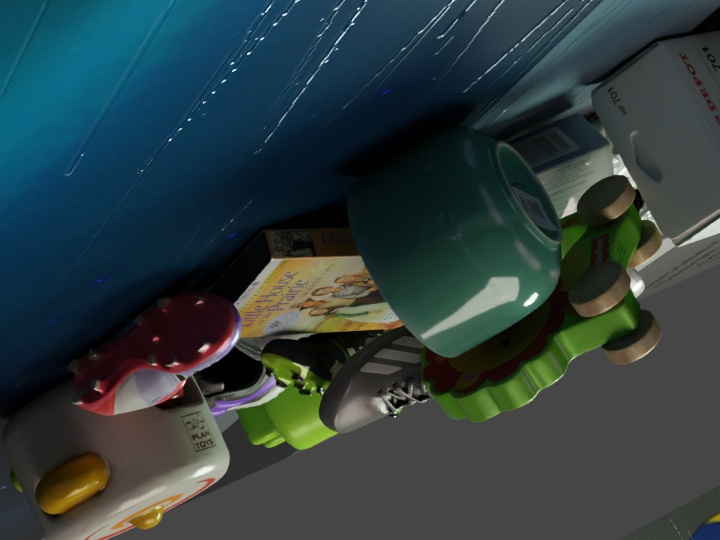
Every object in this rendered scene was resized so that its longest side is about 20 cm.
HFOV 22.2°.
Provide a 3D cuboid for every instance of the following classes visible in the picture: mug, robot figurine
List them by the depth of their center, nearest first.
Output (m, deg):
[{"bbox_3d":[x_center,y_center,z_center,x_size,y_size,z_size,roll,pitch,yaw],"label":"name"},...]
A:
[{"bbox_3d":[0.080,-0.037,1.369,0.114,0.152,0.186,-32,-156,21],"label":"mug"},{"bbox_3d":[-0.035,0.111,1.928,0.199,0.116,0.175,-28,163,10],"label":"robot figurine"}]

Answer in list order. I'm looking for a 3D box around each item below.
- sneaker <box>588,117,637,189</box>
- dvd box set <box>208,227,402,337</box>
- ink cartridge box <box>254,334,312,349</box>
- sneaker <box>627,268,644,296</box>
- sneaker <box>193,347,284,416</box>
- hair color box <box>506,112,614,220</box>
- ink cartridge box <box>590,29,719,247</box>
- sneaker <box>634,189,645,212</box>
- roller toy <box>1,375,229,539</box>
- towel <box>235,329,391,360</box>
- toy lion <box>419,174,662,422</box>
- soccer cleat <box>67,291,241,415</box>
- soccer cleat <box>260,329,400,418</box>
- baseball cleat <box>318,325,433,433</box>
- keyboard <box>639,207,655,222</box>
[{"bbox_3d":[0.208,-0.097,1.605,0.199,0.071,0.080,-27,168,4],"label":"sneaker"},{"bbox_3d":[-0.019,0.009,1.494,0.198,0.030,0.146,-2,153,-33],"label":"dvd box set"},{"bbox_3d":[0.000,0.000,1.625,0.199,0.051,0.109,-33,168,31],"label":"ink cartridge box"},{"bbox_3d":[0.193,0.034,1.786,0.118,0.074,0.200,-43,-169,-18],"label":"sneaker"},{"bbox_3d":[-0.167,0.117,1.776,0.199,0.070,0.100,-28,164,-7],"label":"sneaker"},{"bbox_3d":[0.166,-0.022,1.557,0.098,0.061,0.201,-22,127,-13],"label":"hair color box"},{"bbox_3d":[0.300,-0.116,1.510,0.086,0.147,0.199,-35,168,39],"label":"ink cartridge box"},{"bbox_3d":[0.213,-0.071,1.698,0.199,0.091,0.066,-32,169,29],"label":"sneaker"},{"bbox_3d":[-0.216,0.166,1.649,0.181,0.141,0.200,-24,170,-18],"label":"roller toy"},{"bbox_3d":[-0.012,0.069,1.765,0.146,0.024,0.199,24,-155,37],"label":"towel"},{"bbox_3d":[0.135,0.031,1.426,0.191,0.069,0.201,-24,-153,25],"label":"toy lion"},{"bbox_3d":[-0.155,0.069,1.485,0.199,0.067,0.076,-27,153,37],"label":"soccer cleat"},{"bbox_3d":[-0.019,0.074,1.603,0.067,0.082,0.199,7,171,35],"label":"soccer cleat"},{"bbox_3d":[0.058,0.082,1.511,0.200,0.107,0.070,-40,140,4],"label":"baseball cleat"},{"bbox_3d":[0.199,0.005,1.656,0.200,0.011,0.056,-41,169,0],"label":"keyboard"}]
